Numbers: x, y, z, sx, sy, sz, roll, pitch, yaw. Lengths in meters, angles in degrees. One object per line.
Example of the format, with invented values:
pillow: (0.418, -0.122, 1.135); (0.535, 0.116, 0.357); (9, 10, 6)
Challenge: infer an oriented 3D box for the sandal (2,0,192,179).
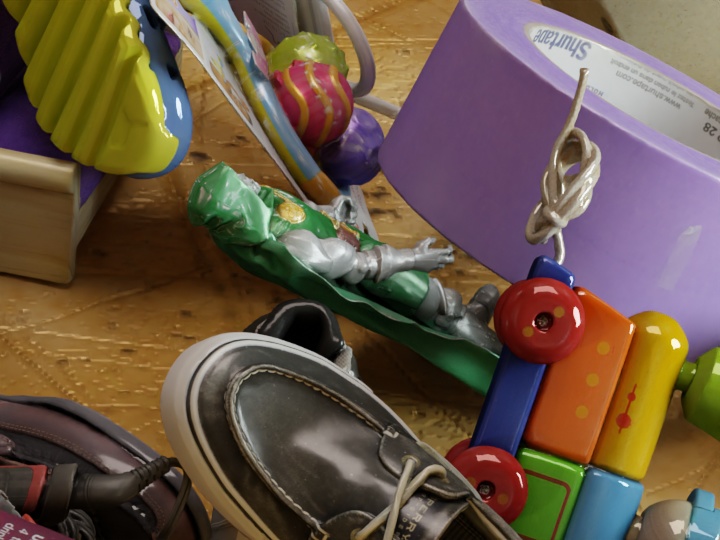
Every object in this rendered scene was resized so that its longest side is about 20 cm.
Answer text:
sandal: (-0.118, -0.122, 1.262); (0.087, 0.080, 0.200); (6, 45, -43)

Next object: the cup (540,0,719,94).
cup: (0.173, -0.168, 1.452); (0.143, 0.200, 0.200); (-32, 44, -10)

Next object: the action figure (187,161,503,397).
action figure: (0.000, 0.000, 1.167); (0.200, 0.055, 0.118); (26, 3, -45)

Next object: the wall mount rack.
wall mount rack: (-0.029, -0.138, 1.377); (0.075, 0.174, 0.200); (-34, 49, -21)

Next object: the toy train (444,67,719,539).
toy train: (0.111, 0.030, 1.117); (0.116, 0.200, 0.085); (19, 0, 1)

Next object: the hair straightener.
hair straightener: (-0.153, 0.094, 1.048); (0.200, 0.077, 0.041); (-8, 53, 17)

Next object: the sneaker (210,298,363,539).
sneaker: (-0.023, 0.047, 1.119); (0.075, 0.116, 0.200); (5, 33, -4)

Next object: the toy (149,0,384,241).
toy: (-0.030, -0.085, 1.261); (0.047, 0.200, 0.115); (-32, 32, 14)

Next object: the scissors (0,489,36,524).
scissors: (-0.124, 0.088, 0.988); (0.073, 0.200, 0.014); (-24, 13, -21)

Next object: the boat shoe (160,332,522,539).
boat shoe: (0.017, 0.091, 1.009); (0.200, 0.071, 0.072); (40, 72, -16)

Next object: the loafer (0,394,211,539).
loafer: (-0.149, 0.082, 1.095); (0.200, 0.072, 0.063); (22, 48, 33)

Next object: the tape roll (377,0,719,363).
tape roll: (0.114, -0.042, 1.246); (0.200, 0.085, 0.200); (26, 15, -8)

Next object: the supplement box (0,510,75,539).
supplement box: (-0.204, 0.132, 0.939); (0.200, 0.131, 0.103); (19, 36, 18)

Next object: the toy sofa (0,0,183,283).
toy sofa: (-0.146, -0.088, 1.320); (0.083, 0.098, 0.200); (12, 32, 7)
